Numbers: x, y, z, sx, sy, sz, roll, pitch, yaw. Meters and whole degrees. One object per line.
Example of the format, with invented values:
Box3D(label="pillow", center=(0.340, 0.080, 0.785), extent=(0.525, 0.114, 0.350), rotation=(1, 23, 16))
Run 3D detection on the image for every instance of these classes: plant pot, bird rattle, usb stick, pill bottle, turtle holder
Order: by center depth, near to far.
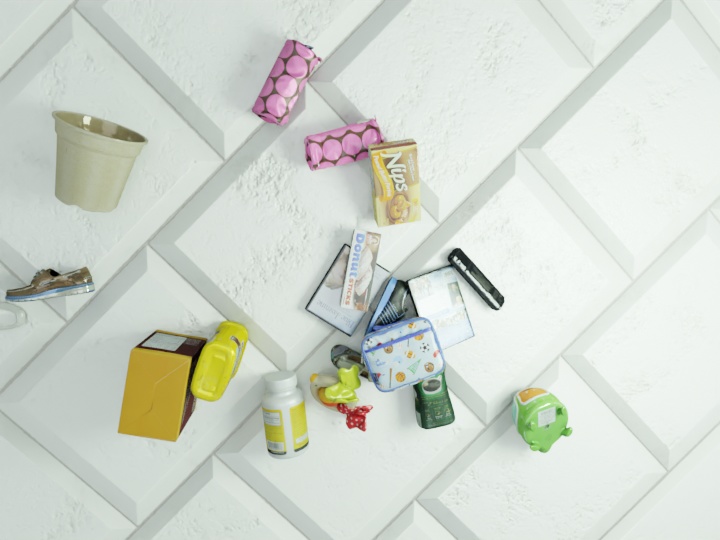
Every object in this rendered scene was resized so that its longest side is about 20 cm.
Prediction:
Box3D(label="plant pot", center=(-0.615, -0.243, 1.201), extent=(0.199, 0.201, 0.185), rotation=(20, 106, -7))
Box3D(label="pill bottle", center=(-0.195, 0.366, 1.338), extent=(0.110, 0.111, 0.202), rotation=(-6, 98, -4))
Box3D(label="bird rattle", center=(-0.051, 0.323, 1.349), extent=(0.162, 0.201, 0.113), rotation=(11, 53, 22))
Box3D(label="usb stick", center=(0.306, 0.023, 1.376), extent=(0.200, 0.033, 0.056), rotation=(46, 57, -9))
Box3D(label="turtle holder", center=(0.479, 0.394, 1.389), extent=(0.141, 0.132, 0.186), rotation=(-42, 119, 4))

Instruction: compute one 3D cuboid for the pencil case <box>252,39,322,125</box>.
Box3D(label="pencil case", center=(-0.177, -0.446, 1.249), extent=(0.093, 0.091, 0.201), rotation=(28, 96, -19))

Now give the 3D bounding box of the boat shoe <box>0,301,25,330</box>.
Box3D(label="boat shoe", center=(-0.928, 0.113, 1.263), extent=(0.198, 0.069, 0.072), rotation=(4, 95, -6))

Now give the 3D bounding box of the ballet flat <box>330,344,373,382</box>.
Box3D(label="ballet flat", center=(0.011, 0.259, 1.364), extent=(0.199, 0.072, 0.073), rotation=(23, 94, -7))

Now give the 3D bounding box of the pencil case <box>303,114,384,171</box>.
Box3D(label="pencil case", center=(-0.043, -0.312, 1.283), extent=(0.198, 0.091, 0.094), rotation=(-18, 133, -5))

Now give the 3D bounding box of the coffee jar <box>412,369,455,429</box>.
Box3D(label="coffee jar", center=(0.184, 0.307, 1.377), extent=(0.103, 0.085, 0.202), rotation=(-11, 97, -3))

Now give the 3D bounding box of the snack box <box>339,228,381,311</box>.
Box3D(label="snack box", center=(0.000, 0.000, 1.320), extent=(0.071, 0.024, 0.202), rotation=(10, 95, -7))

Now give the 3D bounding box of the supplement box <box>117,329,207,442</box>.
Box3D(label="supplement box", center=(-0.469, 0.270, 1.257), extent=(0.132, 0.200, 0.199), rotation=(11, 96, -6))

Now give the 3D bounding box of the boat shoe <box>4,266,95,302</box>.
Box3D(label="boat shoe", center=(-0.759, 0.032, 1.274), extent=(0.198, 0.072, 0.073), rotation=(-9, 93, -14))

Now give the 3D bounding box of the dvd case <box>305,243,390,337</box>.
Box3D(label="dvd case", center=(-0.033, 0.052, 1.353), extent=(0.142, 0.018, 0.201), rotation=(31, 93, -9))

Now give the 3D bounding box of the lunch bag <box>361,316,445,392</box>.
Box3D(label="lunch bag", center=(0.099, 0.203, 1.290), extent=(0.198, 0.076, 0.162), rotation=(-19, 91, 2))

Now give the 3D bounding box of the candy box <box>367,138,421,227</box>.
Box3D(label="candy box", center=(0.086, -0.214, 1.286), extent=(0.114, 0.055, 0.202), rotation=(-10, 119, -5))

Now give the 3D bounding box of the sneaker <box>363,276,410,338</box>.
Box3D(label="sneaker", center=(0.073, 0.119, 1.353), extent=(0.077, 0.070, 0.201), rotation=(25, 93, -1))

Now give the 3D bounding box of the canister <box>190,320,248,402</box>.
Box3D(label="canister", center=(-0.338, 0.216, 1.262), extent=(0.086, 0.200, 0.150), rotation=(19, 95, -6))

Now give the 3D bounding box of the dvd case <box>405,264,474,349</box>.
Box3D(label="dvd case", center=(0.208, 0.100, 1.354), extent=(0.142, 0.018, 0.202), rotation=(-18, 91, -21))
